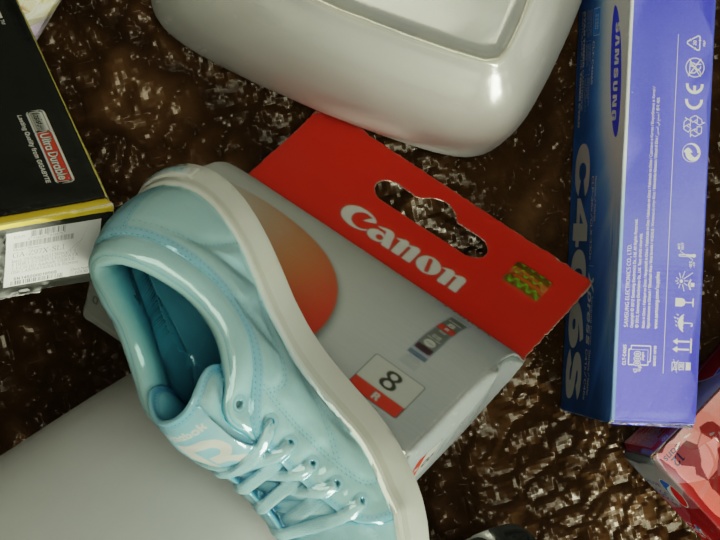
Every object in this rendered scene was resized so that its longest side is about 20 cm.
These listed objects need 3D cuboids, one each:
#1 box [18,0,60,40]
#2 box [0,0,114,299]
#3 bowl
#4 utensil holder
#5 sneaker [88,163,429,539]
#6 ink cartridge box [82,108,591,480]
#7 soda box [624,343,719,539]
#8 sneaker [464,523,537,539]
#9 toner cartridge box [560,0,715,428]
[{"bbox_3d":[-0.169,-0.106,1.302,0.039,0.041,0.201,31,86,-8],"label":"box"},{"bbox_3d":[-0.207,-0.064,1.177,0.159,0.200,0.050,-11,137,-18],"label":"box"},{"bbox_3d":[0.021,-0.170,1.319,0.199,0.075,0.201,22,83,-11],"label":"bowl"},{"bbox_3d":[-0.102,0.142,1.223,0.200,0.170,0.171,-34,99,-41],"label":"utensil holder"},{"bbox_3d":[-0.049,0.061,1.132,0.201,0.074,0.082,58,40,-7],"label":"sneaker"},{"bbox_3d":[0.000,0.000,1.253,0.162,0.050,0.200,33,46,13],"label":"ink cartridge box"},{"bbox_3d":[0.220,0.041,1.371,0.200,0.063,0.070,-45,98,-7],"label":"soda box"},{"bbox_3d":[0.014,0.188,1.260,0.076,0.092,0.200,52,53,-12],"label":"sneaker"},{"bbox_3d":[0.129,-0.030,1.336,0.043,0.095,0.201,3,90,-11],"label":"toner cartridge box"}]
